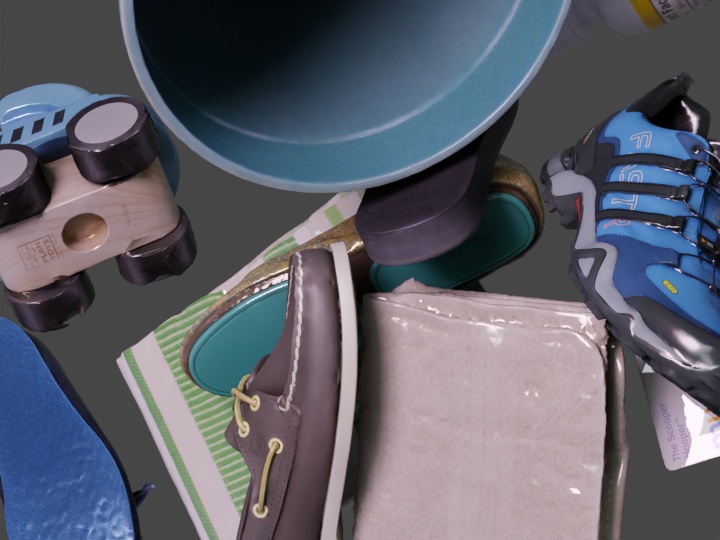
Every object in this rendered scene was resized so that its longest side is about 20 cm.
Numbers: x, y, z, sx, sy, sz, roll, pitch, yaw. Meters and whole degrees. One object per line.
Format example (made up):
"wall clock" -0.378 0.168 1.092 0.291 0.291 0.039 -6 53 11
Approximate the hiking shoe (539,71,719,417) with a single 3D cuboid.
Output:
"hiking shoe" 0.139 -0.020 0.722 0.087 0.074 0.200 -46 32 19

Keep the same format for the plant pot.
"plant pot" -0.029 -0.169 0.736 0.200 0.200 0.188 -42 39 9

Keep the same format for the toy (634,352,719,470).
"toy" 0.212 0.004 0.736 0.199 0.047 0.116 -21 64 20

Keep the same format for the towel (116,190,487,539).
"towel" -0.023 0.051 0.858 0.200 0.023 0.153 -35 62 11

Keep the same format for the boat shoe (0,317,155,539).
"boat shoe" -0.154 0.110 0.883 0.084 0.069 0.201 -27 58 3

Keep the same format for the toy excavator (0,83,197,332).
"toy excavator" -0.208 -0.059 0.942 0.194 0.100 0.200 -23 39 -5

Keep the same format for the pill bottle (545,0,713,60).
"pill bottle" 0.154 -0.185 0.789 0.199 0.114 0.115 -24 64 18

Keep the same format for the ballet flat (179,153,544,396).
"ballet flat" 0.000 0.000 0.817 0.199 0.071 0.071 -28 63 13

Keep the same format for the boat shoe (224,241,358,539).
"boat shoe" -0.035 0.084 0.774 0.060 0.072 0.202 3 108 -4

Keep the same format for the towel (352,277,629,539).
"towel" 0.057 0.108 0.760 0.132 0.034 0.201 7 98 30

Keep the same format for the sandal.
"sandal" 0.036 -0.072 0.786 0.076 0.043 0.200 -18 26 14
